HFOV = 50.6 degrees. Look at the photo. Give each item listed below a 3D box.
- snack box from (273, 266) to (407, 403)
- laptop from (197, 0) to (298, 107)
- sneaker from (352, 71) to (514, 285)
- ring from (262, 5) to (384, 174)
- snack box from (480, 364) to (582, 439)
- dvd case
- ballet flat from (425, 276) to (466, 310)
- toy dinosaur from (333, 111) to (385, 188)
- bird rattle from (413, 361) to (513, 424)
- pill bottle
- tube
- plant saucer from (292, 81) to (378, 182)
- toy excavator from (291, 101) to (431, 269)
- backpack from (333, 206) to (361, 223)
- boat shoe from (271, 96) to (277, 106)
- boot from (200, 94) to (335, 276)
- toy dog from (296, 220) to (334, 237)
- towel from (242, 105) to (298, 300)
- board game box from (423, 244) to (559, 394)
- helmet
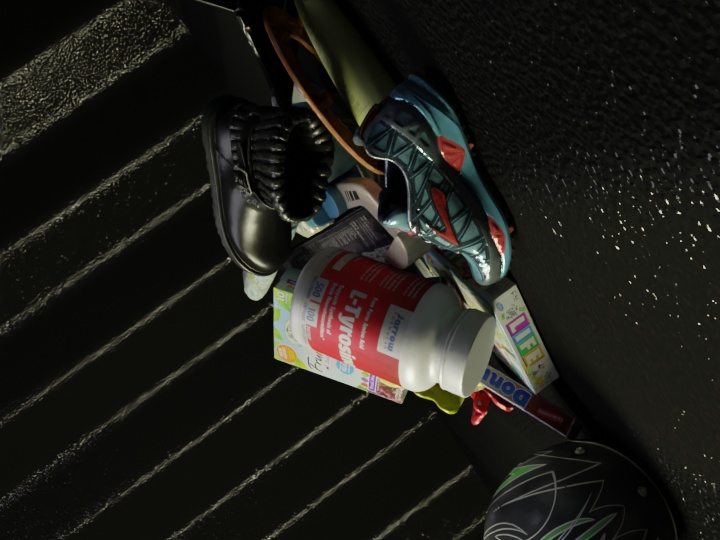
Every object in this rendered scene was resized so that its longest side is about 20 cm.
[{"bbox_3d":[-0.020,0.088,1.033,0.197,0.053,0.144,18,132,13],"label":"snack box"},{"bbox_3d":[-0.143,-0.276,0.767,0.201,0.101,0.180,64,-158,-49],"label":"laptop"},{"bbox_3d":[0.057,-0.060,0.644,0.202,0.095,0.079,58,175,-27],"label":"sneaker"},{"bbox_3d":[-0.026,-0.184,0.762,0.201,0.019,0.202,49,-161,-23],"label":"ring"},{"bbox_3d":[0.157,0.128,0.868,0.198,0.025,0.072,31,178,28],"label":"snack box"},{"bbox_3d":[0.000,0.000,1.008,0.149,0.198,0.016,51,-144,-18],"label":"dvd case"},{"bbox_3d":[0.055,0.040,0.918,0.071,0.069,0.199,51,158,-23],"label":"ballet flat"},{"bbox_3d":[0.037,-0.105,0.892,0.201,0.047,0.088,55,-170,-21],"label":"toy dinosaur"},{"bbox_3d":[0.151,0.115,1.033,0.199,0.111,0.166,16,-125,-55],"label":"bird rattle"},{"bbox_3d":[0.034,0.055,0.788,0.197,0.113,0.113,19,158,26],"label":"pill bottle"},{"bbox_3d":[-0.024,-0.221,0.723,0.058,0.051,0.202,-47,68,42],"label":"tube"},{"bbox_3d":[-0.022,-0.172,0.994,0.202,0.050,0.200,57,177,5],"label":"plant saucer"},{"bbox_3d":[-0.022,-0.092,0.816,0.197,0.099,0.199,62,160,-13],"label":"toy excavator"},{"bbox_3d":[-0.013,0.011,1.148,0.153,0.191,0.201,31,-151,-10],"label":"backpack"},{"bbox_3d":[-0.100,-0.161,1.116,0.075,0.084,0.206,-27,-73,-78],"label":"boat shoe"},{"bbox_3d":[-0.085,-0.069,0.768,0.157,0.079,0.214,24,137,44],"label":"boot"},{"bbox_3d":[-0.070,-0.134,1.251,0.195,0.138,0.201,53,173,30],"label":"toy dog"},{"bbox_3d":[-0.120,-0.089,1.002,0.172,0.047,0.203,118,152,-55],"label":"towel"},{"bbox_3d":[0.137,0.035,0.865,0.135,0.034,0.200,59,175,-30],"label":"board game box"},{"bbox_3d":[0.223,0.274,0.785,0.201,0.199,0.190,54,-168,20],"label":"helmet"}]
